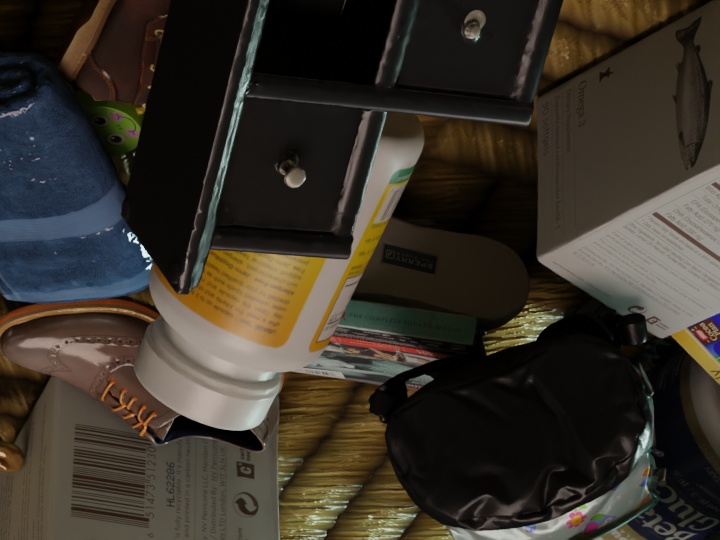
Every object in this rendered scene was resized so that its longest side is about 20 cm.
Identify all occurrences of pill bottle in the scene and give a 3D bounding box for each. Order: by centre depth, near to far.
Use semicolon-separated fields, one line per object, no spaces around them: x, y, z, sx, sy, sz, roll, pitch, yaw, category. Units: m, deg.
-0.053;-0.015;1.376;0.112;0.113;0.201;18;112;-20;pill bottle
0.194;0.123;1.557;0.111;0.112;0.200;24;141;-27;pill bottle

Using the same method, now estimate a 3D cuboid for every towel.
-0.190;-0.046;1.393;0.111;0.049;0.200;-4;145;16;towel

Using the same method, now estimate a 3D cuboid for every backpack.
0.103;0.105;1.430;0.166;0.127;0.200;-14;170;8;backpack

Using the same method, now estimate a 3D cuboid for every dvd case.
0.008;0.048;1.534;0.145;0.022;0.200;8;167;8;dvd case

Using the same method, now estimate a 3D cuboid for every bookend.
0.002;-0.091;1.230;0.198;0.092;0.201;5;114;-28;bookend

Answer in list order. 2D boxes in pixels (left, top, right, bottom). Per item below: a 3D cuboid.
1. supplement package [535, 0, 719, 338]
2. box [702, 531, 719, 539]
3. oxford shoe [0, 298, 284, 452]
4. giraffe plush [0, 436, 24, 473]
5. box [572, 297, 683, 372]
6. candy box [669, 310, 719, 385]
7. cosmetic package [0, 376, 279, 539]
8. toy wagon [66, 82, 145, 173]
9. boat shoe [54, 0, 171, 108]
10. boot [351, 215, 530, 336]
0.206;-0.066;1.346;0.117;0.118;0.199;31;137;-34;supplement package
0.289;0.142;1.574;0.036;0.200;0.144;52;148;-2;box
-0.147;0.071;1.614;0.199;0.073;0.071;12;145;-12;oxford shoe
-0.329;0.115;1.655;0.200;0.173;0.162;-46;143;6;giraffe plush
0.233;0.023;1.542;0.136;0.040;0.200;18;143;-19;box
0.306;0.026;1.409;0.200;0.077;0.169;-28;119;39;candy box
-0.164;0.193;1.703;0.165;0.168;0.200;10;146;-19;cosmetic package
-0.205;-0.074;1.438;0.199;0.040;0.155;-13;143;22;toy wagon
-0.103;-0.150;1.291;0.070;0.071;0.200;26;151;-10;boat shoe
0.000;0.000;1.505;0.199;0.073;0.090;20;160;-8;boot
